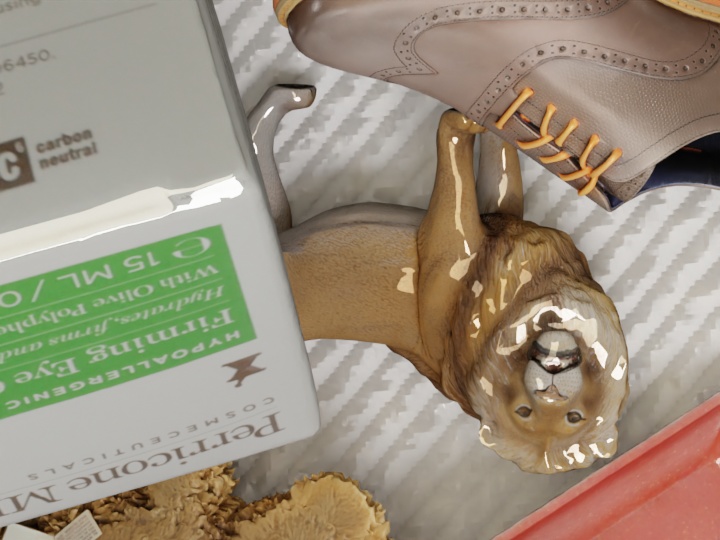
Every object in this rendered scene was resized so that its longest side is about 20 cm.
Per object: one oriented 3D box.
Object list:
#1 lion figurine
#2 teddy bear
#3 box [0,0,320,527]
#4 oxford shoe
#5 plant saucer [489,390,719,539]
[{"bbox_3d":[0.000,0.000,1.000,0.200,0.072,0.123,7,101,24],"label":"lion figurine"},{"bbox_3d":[-0.077,0.105,1.018,0.200,0.067,0.145,-16,81,17],"label":"teddy bear"},{"bbox_3d":[-0.136,-0.040,0.885,0.199,0.171,0.200,-16,63,-2],"label":"box"},{"bbox_3d":[0.069,-0.062,0.935,0.200,0.071,0.073,7,66,-17],"label":"oxford shoe"},{"bbox_3d":[0.102,0.171,0.961,0.200,0.037,0.200,-31,82,-14],"label":"plant saucer"}]
